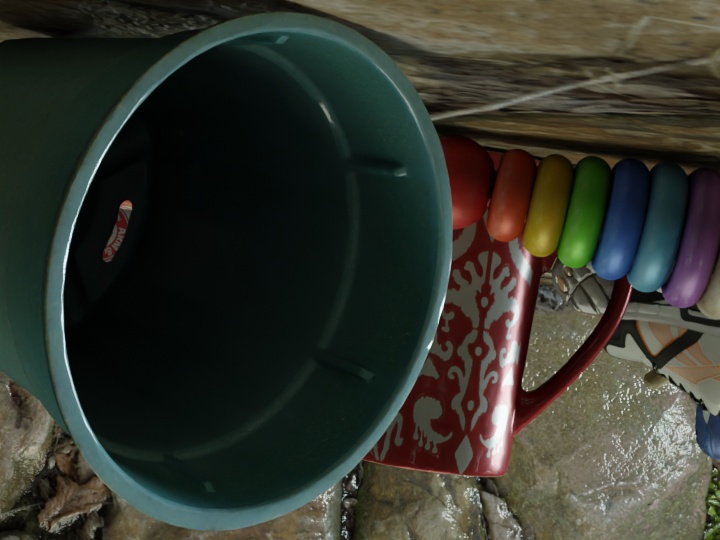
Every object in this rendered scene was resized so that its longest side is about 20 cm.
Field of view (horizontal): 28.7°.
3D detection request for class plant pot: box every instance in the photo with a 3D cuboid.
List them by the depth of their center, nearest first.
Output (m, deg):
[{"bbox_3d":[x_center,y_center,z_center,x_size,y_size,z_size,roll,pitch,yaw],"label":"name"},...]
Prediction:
[{"bbox_3d":[-0.097,-0.018,0.608,0.199,0.202,0.195,9,-174,-44],"label":"plant pot"}]

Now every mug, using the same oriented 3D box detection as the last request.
[{"bbox_3d":[0.072,0.028,0.906,0.176,0.202,0.133,7,178,32],"label":"mug"}]

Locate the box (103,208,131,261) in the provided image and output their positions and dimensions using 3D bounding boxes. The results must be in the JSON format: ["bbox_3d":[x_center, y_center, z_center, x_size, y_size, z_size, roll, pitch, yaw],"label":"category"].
[{"bbox_3d":[-0.222,-0.056,0.924,0.198,0.114,0.101,6,179,1],"label":"box"}]

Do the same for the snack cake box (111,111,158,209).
[{"bbox_3d":[-0.088,-0.063,0.826,0.199,0.068,0.114,9,180,-45],"label":"snack cake box"}]

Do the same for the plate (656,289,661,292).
[{"bbox_3d":[0.280,-0.004,0.930,0.198,0.033,0.200,12,165,-10],"label":"plate"}]

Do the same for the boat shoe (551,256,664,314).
[{"bbox_3d":[0.247,-0.016,1.078,0.198,0.076,0.072,-2,-151,21],"label":"boat shoe"}]

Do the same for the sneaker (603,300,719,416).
[{"bbox_3d":[0.244,0.067,1.013,0.073,0.081,0.199,13,175,-32],"label":"sneaker"}]

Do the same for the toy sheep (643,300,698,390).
[{"bbox_3d":[0.284,0.028,1.174,0.136,0.139,0.200,7,-160,8],"label":"toy sheep"}]

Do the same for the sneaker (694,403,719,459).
[{"bbox_3d":[0.332,0.065,1.061,0.088,0.201,0.075,31,173,39],"label":"sneaker"}]

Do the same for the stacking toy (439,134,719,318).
[{"bbox_3d":[0.123,-0.035,0.800,0.198,0.086,0.085,13,179,3],"label":"stacking toy"}]
